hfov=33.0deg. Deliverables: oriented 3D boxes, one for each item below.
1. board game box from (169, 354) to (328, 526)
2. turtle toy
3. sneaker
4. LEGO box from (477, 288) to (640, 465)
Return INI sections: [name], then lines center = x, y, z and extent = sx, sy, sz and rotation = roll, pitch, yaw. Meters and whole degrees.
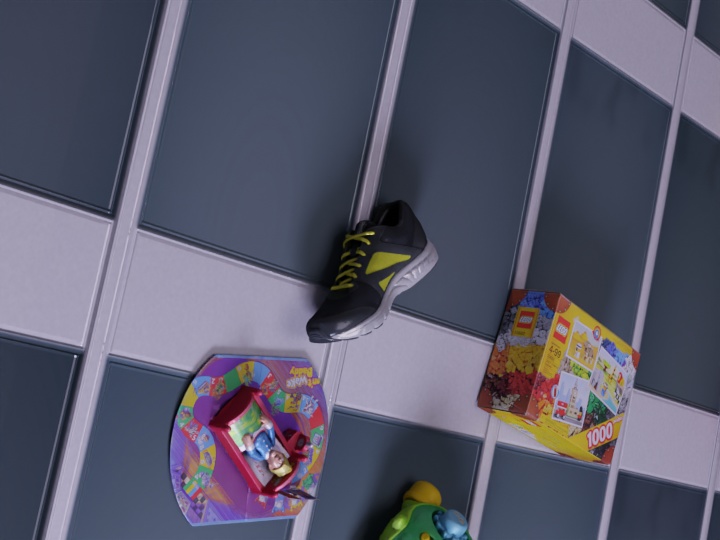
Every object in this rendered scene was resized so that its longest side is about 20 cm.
[board game box]
center = -0.089, 0.163, 1.151
extent = 0.199, 0.039, 0.160
rotation = 8, 88, -46
[turtle toy]
center = 0.083, 0.333, 1.302
extent = 0.146, 0.100, 0.201
rotation = -48, 125, -32
[sneaker]
center = 0.000, 0.000, 1.218
extent = 0.200, 0.074, 0.085
rotation = -45, 118, -44
[LEGO box]
center = 0.243, 0.130, 1.467
extent = 0.199, 0.077, 0.151
rotation = 32, 72, -43
